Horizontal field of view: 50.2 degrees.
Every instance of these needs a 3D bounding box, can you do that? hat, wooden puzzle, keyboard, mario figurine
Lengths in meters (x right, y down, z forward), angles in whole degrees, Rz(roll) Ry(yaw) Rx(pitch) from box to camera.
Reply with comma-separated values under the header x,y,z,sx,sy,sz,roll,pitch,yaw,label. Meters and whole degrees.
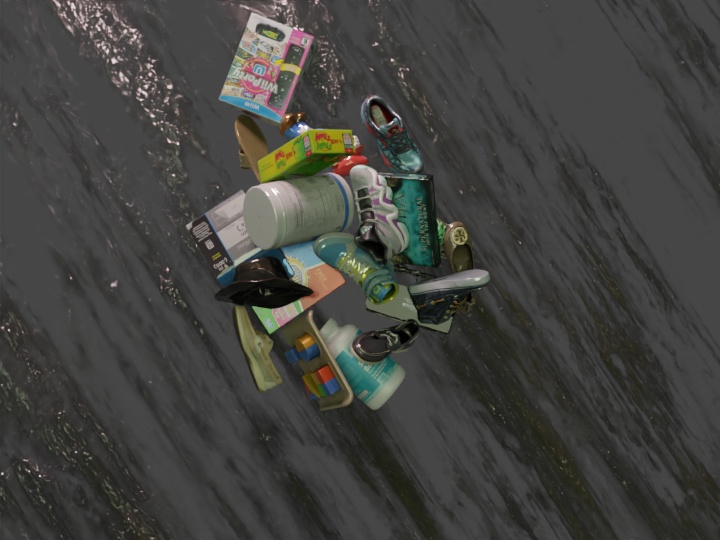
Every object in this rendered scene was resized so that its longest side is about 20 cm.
x,y,z,sx,sy,sz,roll,pitch,yaw,label
-0.197,0.016,1.552,0.198,0.201,0.082,-7,72,-1,hat
-0.100,0.194,1.581,0.046,0.185,0.201,-24,87,-25,wooden puzzle
0.115,0.054,1.671,0.198,0.021,0.128,18,91,-1,keyboard
-0.066,-0.281,1.627,0.199,0.106,0.124,33,61,10,mario figurine

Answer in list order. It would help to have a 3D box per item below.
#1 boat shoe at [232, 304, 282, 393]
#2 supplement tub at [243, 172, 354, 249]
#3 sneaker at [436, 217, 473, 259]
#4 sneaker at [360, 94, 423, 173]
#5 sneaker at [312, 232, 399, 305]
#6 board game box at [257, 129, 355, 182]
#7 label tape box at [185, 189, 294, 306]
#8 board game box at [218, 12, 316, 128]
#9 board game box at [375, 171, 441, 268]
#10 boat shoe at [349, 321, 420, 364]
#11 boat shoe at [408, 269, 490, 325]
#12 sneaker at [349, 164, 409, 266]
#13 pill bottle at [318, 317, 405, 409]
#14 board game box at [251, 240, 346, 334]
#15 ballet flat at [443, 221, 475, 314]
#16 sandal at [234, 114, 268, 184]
x,y,z,sx,sy,sz,roll,pitch,yaw,label
-0.219,0.159,1.627,0.064,0.072,0.202,-21,106,-13,boat shoe
-0.123,-0.122,1.561,0.199,0.132,0.133,-15,88,-37,supplement tub
0.153,-0.085,1.640,0.199,0.089,0.077,29,88,0,sneaker
0.064,-0.286,1.640,0.079,0.096,0.201,-37,89,-1,sneaker
0.000,0.000,1.559,0.199,0.131,0.080,21,117,-28,sneaker
-0.110,-0.225,1.526,0.101,0.199,0.048,-8,84,-38,board game box
-0.250,-0.044,1.608,0.144,0.063,0.201,-32,80,-1,label tape box
-0.199,-0.428,1.657,0.146,0.064,0.202,20,89,1,board game box
0.094,-0.105,1.596,0.134,0.028,0.202,7,121,28,board game box
0.054,0.140,1.583,0.073,0.199,0.063,53,122,20,boat shoe
0.192,0.057,1.590,0.071,0.199,0.092,-25,100,-45,boat shoe
0.018,-0.103,1.531,0.077,0.140,0.201,-22,105,39,sneaker
-0.010,0.190,1.618,0.200,0.111,0.111,41,88,0,pill bottle
-0.153,0.018,1.656,0.199,0.040,0.154,-35,89,-2,board game box
0.216,-0.003,1.622,0.067,0.046,0.202,-11,106,-17,ballet flat
-0.232,-0.231,1.646,0.070,0.077,0.213,-43,66,35,sandal
